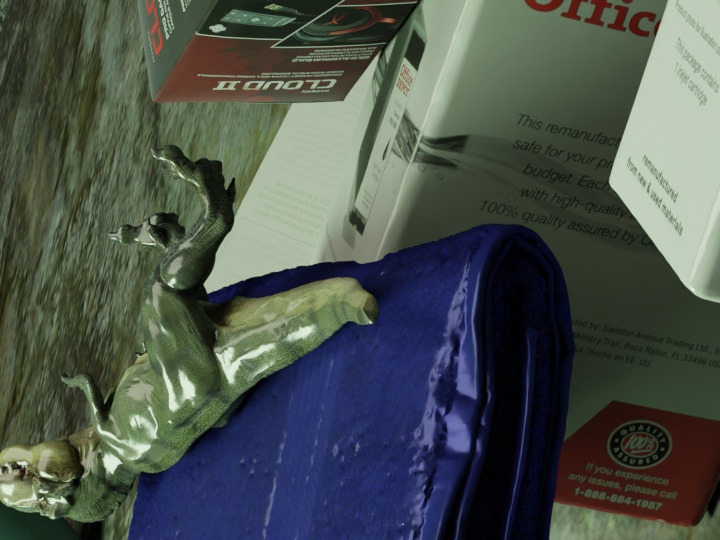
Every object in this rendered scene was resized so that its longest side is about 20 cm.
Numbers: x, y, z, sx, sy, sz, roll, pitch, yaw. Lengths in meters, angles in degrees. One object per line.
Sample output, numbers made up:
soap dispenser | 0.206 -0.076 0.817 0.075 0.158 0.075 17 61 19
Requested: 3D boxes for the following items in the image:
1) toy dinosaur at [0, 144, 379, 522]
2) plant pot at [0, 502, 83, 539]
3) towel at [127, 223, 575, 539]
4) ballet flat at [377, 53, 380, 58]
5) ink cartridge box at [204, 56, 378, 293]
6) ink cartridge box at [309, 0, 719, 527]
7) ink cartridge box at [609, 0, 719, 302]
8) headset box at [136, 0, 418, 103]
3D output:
toy dinosaur | -0.053 0.014 0.925 0.200 0.047 0.088 -35 59 47
plant pot | -0.258 0.223 1.998 0.200 0.134 0.201 -168 90 -75
towel | -0.006 0.069 0.907 0.200 0.049 0.148 -10 64 58
ballet flat | 0.023 -0.143 1.116 0.068 0.072 0.200 -22 38 25
ink cartridge box | 0.000 0.000 1.125 0.145 0.048 0.200 22 84 54
ink cartridge box | 0.074 -0.028 0.985 0.083 0.146 0.200 -110 36 -61
ink cartridge box | 0.164 -0.084 0.711 0.084 0.144 0.200 -116 41 -66
headset box | -0.024 -0.153 0.956 0.200 0.075 0.149 132 133 -60
